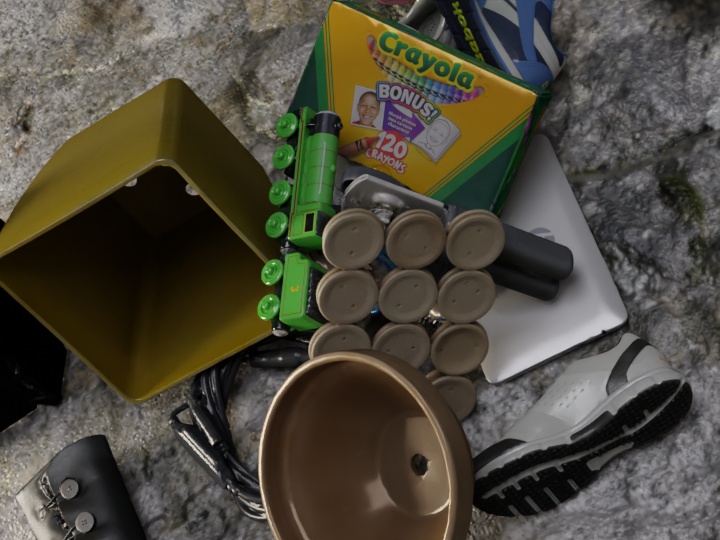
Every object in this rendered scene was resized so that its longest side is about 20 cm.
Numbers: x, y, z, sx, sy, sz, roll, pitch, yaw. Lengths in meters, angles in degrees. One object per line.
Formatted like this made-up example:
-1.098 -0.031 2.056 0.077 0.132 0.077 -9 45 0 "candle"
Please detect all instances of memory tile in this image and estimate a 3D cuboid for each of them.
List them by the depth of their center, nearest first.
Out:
0.034 0.039 1.576 0.152 0.201 0.017 -1 30 -16 "memory tile"

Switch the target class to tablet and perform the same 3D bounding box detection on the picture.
0.134 -0.012 1.677 0.130 0.014 0.201 -26 61 8 "tablet"

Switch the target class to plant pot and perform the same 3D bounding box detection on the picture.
0.022 0.159 1.545 0.200 0.092 0.202 4 96 41 "plant pot"
-0.173 -0.042 1.696 0.199 0.200 0.177 -28 35 23 "plant pot"

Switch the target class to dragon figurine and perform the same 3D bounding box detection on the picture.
0.000 0.000 1.649 0.200 0.099 0.059 39 98 38 "dragon figurine"

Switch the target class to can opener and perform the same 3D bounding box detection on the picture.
0.078 -0.039 1.622 0.199 0.053 0.067 19 42 -11 "can opener"

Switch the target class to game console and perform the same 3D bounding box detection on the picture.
-0.350 0.057 1.725 0.116 0.200 0.177 -3 66 19 "game console"

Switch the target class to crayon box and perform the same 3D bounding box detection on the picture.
0.048 -0.136 1.675 0.199 0.058 0.119 26 103 14 "crayon box"

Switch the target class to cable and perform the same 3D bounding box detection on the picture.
-0.060 0.128 1.674 0.163 0.051 0.200 -44 57 -8 "cable"

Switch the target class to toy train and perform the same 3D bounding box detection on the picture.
-0.046 -0.043 1.608 0.056 0.042 0.201 -10 65 35 "toy train"

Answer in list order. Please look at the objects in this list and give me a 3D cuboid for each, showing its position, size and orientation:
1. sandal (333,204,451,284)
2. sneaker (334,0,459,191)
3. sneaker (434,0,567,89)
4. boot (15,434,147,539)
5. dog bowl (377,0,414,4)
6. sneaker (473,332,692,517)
0.002 -0.017 1.706 0.199 0.043 0.077 12 75 30 "sandal"
0.027 -0.161 1.749 0.076 0.081 0.201 25 79 27 "sneaker"
0.115 -0.239 1.706 0.082 0.201 0.074 -32 20 -22 "sneaker"
-0.188 0.223 1.671 0.164 0.066 0.201 -33 55 3 "boot"
0.050 -0.322 1.749 0.200 0.200 0.074 -43 68 -1 "dog bowl"
0.165 0.124 1.579 0.199 0.074 0.080 -30 43 2 "sneaker"
